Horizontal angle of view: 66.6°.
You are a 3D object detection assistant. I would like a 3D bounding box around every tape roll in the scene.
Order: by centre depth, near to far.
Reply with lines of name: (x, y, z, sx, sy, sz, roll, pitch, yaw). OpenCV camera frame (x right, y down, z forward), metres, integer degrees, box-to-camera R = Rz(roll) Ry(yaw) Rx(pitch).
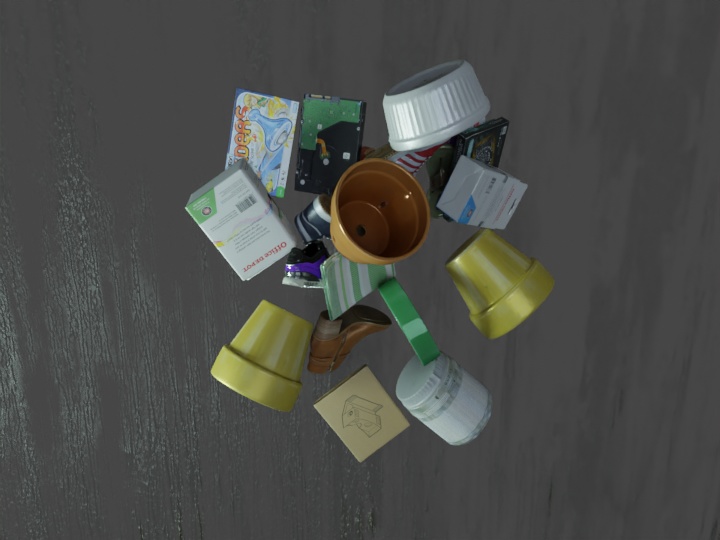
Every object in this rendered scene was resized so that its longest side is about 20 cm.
tape roll: (0.107, 0.113, 1.219, 0.048, 0.201, 0.203, -31, 106, -1)

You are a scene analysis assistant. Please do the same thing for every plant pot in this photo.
plant pot: (0.021, -0.100, 1.088, 0.195, 0.140, 0.205, 6, 74, -20)
plant pot: (-0.199, 0.177, 1.202, 0.198, 0.200, 0.192, 27, 83, -14)
plant pot: (0.298, 0.015, 1.232, 0.200, 0.201, 0.190, -42, 90, 3)

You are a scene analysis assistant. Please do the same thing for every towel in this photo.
towel: (0.000, 0.000, 1.194, 0.198, 0.023, 0.155, -34, 133, -31)

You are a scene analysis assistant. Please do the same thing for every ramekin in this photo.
ramekin: (0.131, -0.307, 1.002, 0.199, 0.203, 0.096, -26, 114, -1)

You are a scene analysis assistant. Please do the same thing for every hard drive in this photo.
hard drive: (-0.065, -0.263, 1.165, 0.136, 0.038, 0.205, 9, 103, 14)

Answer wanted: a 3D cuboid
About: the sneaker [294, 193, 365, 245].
sneaker: (-0.058, -0.085, 1.217, 0.107, 0.071, 0.199, -30, 135, 29)

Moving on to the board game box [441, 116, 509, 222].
board game box: (0.242, -0.211, 1.161, 0.133, 0.028, 0.203, -25, 139, -30)

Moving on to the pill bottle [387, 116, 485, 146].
pill bottle: (0.160, -0.308, 1.173, 0.195, 0.113, 0.115, 4, 103, -9)

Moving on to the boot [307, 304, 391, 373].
boot: (-0.028, 0.168, 1.278, 0.196, 0.077, 0.158, -4, 123, -35)

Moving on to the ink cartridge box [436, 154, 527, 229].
ink cartridge box: (0.257, -0.157, 1.144, 0.198, 0.067, 0.118, 3, 119, -49)

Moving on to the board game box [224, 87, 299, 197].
board game box: (-0.212, -0.269, 1.166, 0.132, 0.034, 0.205, 9, 102, -10)

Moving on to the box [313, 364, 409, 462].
box: (0.005, 0.355, 1.354, 0.162, 0.021, 0.202, -36, 106, 1)

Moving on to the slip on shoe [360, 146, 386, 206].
slip on shoe: (0.028, -0.171, 1.204, 0.073, 0.061, 0.205, -19, 106, -33)

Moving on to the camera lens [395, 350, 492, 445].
camera lens: (0.201, 0.300, 1.299, 0.199, 0.160, 0.161, 39, 95, -15)

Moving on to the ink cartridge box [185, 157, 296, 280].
ink cartridge box: (-0.245, -0.105, 1.152, 0.143, 0.084, 0.202, -31, 116, 7)

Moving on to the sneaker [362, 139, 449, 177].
sneaker: (0.111, -0.219, 1.125, 0.196, 0.072, 0.113, -21, 130, 20)

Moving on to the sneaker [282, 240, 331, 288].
sneaker: (-0.082, -0.014, 1.189, 0.198, 0.068, 0.102, 4, 90, -52)

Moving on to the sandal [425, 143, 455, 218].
sandal: (0.182, -0.187, 1.190, 0.078, 0.058, 0.204, -5, 135, 1)
